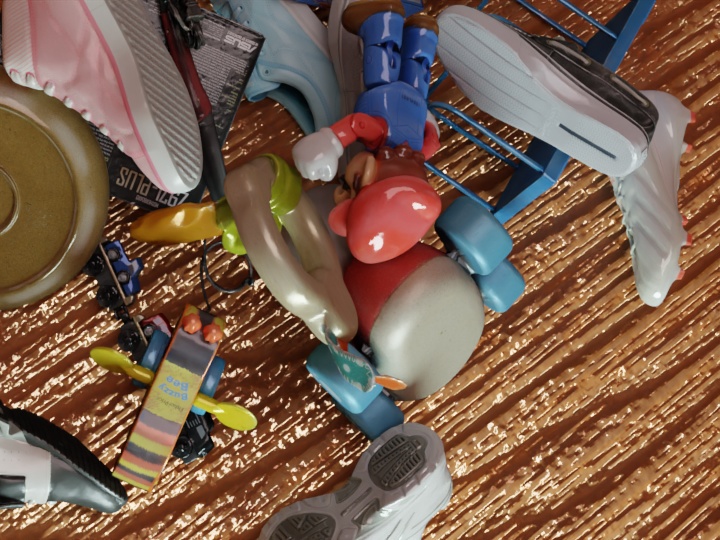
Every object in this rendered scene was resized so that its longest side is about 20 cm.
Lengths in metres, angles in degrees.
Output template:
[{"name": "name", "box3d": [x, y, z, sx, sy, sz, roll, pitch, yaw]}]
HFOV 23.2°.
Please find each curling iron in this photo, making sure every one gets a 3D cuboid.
[{"name": "curling iron", "box3d": [-0.123, -0.120, 1.338, 0.025, 0.050, 0.202, -16, 111, -18]}]

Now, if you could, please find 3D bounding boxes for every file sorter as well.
[{"name": "file sorter", "box3d": [0.138, -0.167, 1.501, 0.122, 0.139, 0.201, 32, 71, -5]}]

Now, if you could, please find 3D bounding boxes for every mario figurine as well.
[{"name": "mario figurine", "box3d": [0.006, -0.101, 1.348, 0.122, 0.106, 0.203, 7, 70, -8]}]

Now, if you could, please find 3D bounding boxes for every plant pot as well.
[{"name": "plant pot", "box3d": [-0.291, -0.057, 1.337, 0.197, 0.028, 0.203, -2, 112, -4]}]

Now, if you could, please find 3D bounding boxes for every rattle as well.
[{"name": "rattle", "box3d": [-0.072, 0.027, 1.303, 0.142, 0.130, 0.202, -27, 95, 1]}]

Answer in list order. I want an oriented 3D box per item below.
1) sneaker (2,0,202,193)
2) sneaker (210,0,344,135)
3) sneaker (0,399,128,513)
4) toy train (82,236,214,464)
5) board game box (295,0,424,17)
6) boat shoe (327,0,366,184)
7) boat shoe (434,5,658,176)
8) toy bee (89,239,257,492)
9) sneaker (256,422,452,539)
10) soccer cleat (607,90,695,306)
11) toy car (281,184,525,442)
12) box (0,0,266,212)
[{"name": "sneaker", "box3d": [-0.196, -0.138, 1.298, 0.104, 0.075, 0.202, -23, 97, 22]}, {"name": "sneaker", "box3d": [-0.080, -0.189, 1.465, 0.200, 0.074, 0.082, 42, 65, -6]}, {"name": "sneaker", "box3d": [-0.276, 0.151, 1.342, 0.199, 0.074, 0.089, 30, 94, -18]}, {"name": "toy train", "box3d": [-0.168, 0.058, 1.404, 0.045, 0.034, 0.202, -26, 89, -3]}, {"name": "board game box", "box3d": [-0.023, -0.320, 1.484, 0.151, 0.045, 0.203, 6, 72, -49]}, {"name": "boat shoe", "box3d": [0.017, -0.150, 1.440, 0.071, 0.068, 0.203, -8, 108, -39]}, {"name": "boat shoe", "box3d": [0.148, -0.151, 1.400, 0.199, 0.072, 0.071, 36, 50, 0]}, {"name": "toy bee", "box3d": [-0.142, 0.068, 1.338, 0.129, 0.109, 0.203, 3, 83, -9]}, {"name": "sneaker", "box3d": [-0.001, 0.217, 1.410, 0.199, 0.100, 0.078, -35, 46, -2]}, {"name": "soccer cleat", "box3d": [0.250, -0.066, 1.557, 0.077, 0.069, 0.202, 11, 69, -10]}, {"name": "toy car", "box3d": [0.000, 0.000, 1.434, 0.200, 0.177, 0.184, 41, 82, 23]}, {"name": "box", "box3d": [-0.197, -0.149, 1.387, 0.198, 0.086, 0.165, 21, 93, -12]}]
